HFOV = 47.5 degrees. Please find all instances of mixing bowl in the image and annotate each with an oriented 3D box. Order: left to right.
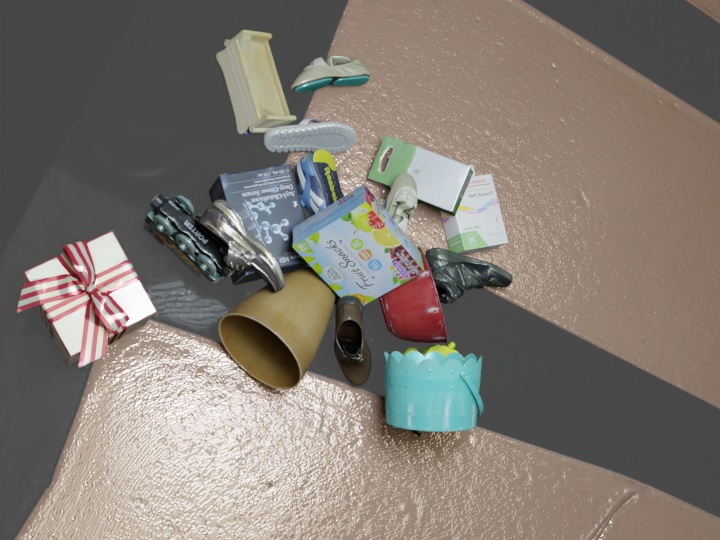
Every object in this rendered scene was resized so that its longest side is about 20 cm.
[{"bbox_3d":[0.096,0.064,1.644,0.108,0.200,0.201,-16,84,-2],"label":"mixing bowl"}]

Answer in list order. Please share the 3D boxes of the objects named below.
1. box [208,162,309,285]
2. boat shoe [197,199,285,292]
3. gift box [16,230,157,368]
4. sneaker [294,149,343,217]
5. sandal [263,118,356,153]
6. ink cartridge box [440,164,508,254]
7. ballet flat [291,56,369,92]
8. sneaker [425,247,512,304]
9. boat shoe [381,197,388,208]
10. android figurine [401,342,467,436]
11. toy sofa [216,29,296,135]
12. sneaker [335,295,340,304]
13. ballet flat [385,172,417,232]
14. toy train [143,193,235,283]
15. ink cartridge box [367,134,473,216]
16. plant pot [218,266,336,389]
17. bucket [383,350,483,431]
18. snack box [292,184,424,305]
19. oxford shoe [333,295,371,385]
[{"bbox_3d":[-0.193,-0.090,1.594,0.148,0.107,0.201,-14,84,-24],"label":"box"},{"bbox_3d":[-0.217,-0.033,1.480,0.073,0.074,0.200,-40,90,-15],"label":"boat shoe"},{"bbox_3d":[-0.474,0.062,1.406,0.200,0.187,0.185,-35,92,-25],"label":"gift box"},{"bbox_3d":[-0.083,-0.145,1.675,0.074,0.082,0.201,-25,107,-51],"label":"sneaker"},{"bbox_3d":[-0.103,-0.286,1.696,0.202,0.083,0.050,-3,54,-23],"label":"sandal"},{"bbox_3d":[0.239,-0.142,1.796,0.117,0.067,0.201,-10,82,-22],"label":"ink cartridge box"},{"bbox_3d":[-0.069,-0.418,1.724,0.199,0.069,0.070,-16,84,-38],"label":"ballet flat"},{"bbox_3d":[0.227,0.029,1.752,0.198,0.076,0.115,14,75,-15],"label":"sneaker"},{"bbox_3d":[0.024,-0.092,1.699,0.199,0.065,0.074,-24,72,-28],"label":"boat shoe"},{"bbox_3d":[0.151,0.237,1.692,0.182,0.041,0.200,43,69,-7],"label":"android figurine"},{"bbox_3d":[-0.214,-0.380,1.674,0.083,0.097,0.201,-11,81,-48],"label":"toy sofa"},{"bbox_3d":[0.000,0.000,1.678,0.200,0.076,0.091,-31,102,-21],"label":"sneaker"},{"bbox_3d":[0.081,-0.113,1.650,0.069,0.069,0.201,26,71,-14],"label":"ballet flat"},{"bbox_3d":[-0.319,-0.058,1.533,0.200,0.114,0.085,44,61,-9],"label":"toy train"},{"bbox_3d":[0.128,-0.202,1.738,0.199,0.059,0.104,23,90,14],"label":"ink cartridge box"},{"bbox_3d":[-0.137,0.090,1.554,0.186,0.186,0.200,45,52,-7],"label":"plant pot"},{"bbox_3d":[0.137,0.227,1.567,0.206,0.207,0.136,2,89,-21],"label":"bucket"},{"bbox_3d":[-0.004,-0.038,1.534,0.200,0.168,0.068,49,22,-32],"label":"snack box"},{"bbox_3d":[-0.020,0.154,1.583,0.072,0.085,0.201,-7,123,5],"label":"oxford shoe"}]
